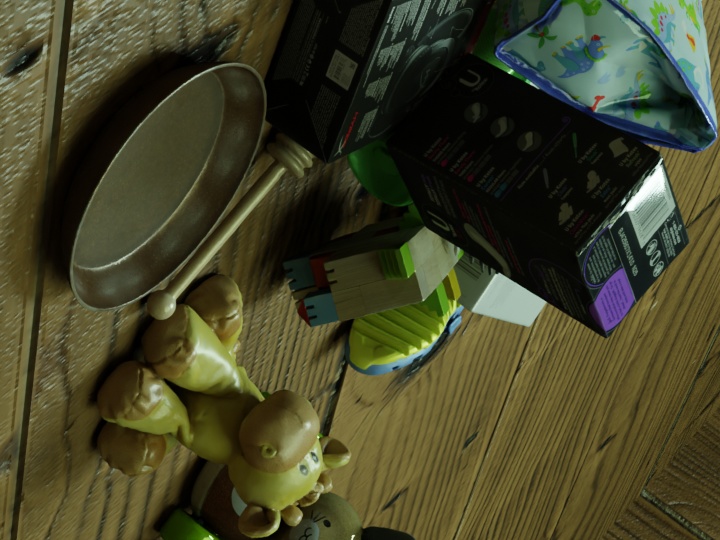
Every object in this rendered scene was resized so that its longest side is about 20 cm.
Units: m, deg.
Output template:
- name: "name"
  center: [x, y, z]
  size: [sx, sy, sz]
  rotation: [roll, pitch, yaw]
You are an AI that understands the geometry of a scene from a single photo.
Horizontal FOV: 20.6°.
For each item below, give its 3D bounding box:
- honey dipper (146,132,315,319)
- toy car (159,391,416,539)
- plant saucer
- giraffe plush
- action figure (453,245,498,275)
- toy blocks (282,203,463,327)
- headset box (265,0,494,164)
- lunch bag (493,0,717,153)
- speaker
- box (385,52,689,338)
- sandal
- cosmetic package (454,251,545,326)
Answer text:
- name: "honey dipper"
  center: [-0.095, -0.042, 1.514]
  size: [0.200, 0.038, 0.038]
  rotation: [-49, 161, -8]
- name: "toy car"
  center: [-0.053, 0.242, 1.837]
  size: [0.165, 0.199, 0.158]
  rotation: [-53, 161, -5]
- name: "plant saucer"
  center: [-0.141, -0.064, 1.363]
  size: [0.200, 0.034, 0.201]
  rotation: [-48, 160, -23]
- name: "giraffe plush"
  center: [-0.099, 0.128, 1.587]
  size: [0.173, 0.162, 0.200]
  rotation: [-50, 160, -15]
- name: "action figure"
  center: [0.130, -0.048, 1.695]
  size: [0.200, 0.118, 0.103]
  rotation: [-74, 176, -65]
- name: "toy blocks"
  center: [0.000, 0.000, 1.686]
  size: [0.135, 0.101, 0.200]
  rotation: [-14, -171, 16]
- name: "headset box"
  center: [0.026, -0.184, 1.498]
  size: [0.200, 0.077, 0.150]
  rotation: [-32, 151, -51]
- name: "lunch bag"
  center: [0.204, -0.202, 1.572]
  size: [0.127, 0.199, 0.171]
  rotation: [-38, -145, 38]
- name: "speaker"
  center: [0.077, -0.141, 1.657]
  size: [0.200, 0.088, 0.089]
  rotation: [-44, 159, -30]
- name: "box"
  center: [0.135, -0.059, 1.514]
  size: [0.106, 0.199, 0.123]
  rotation: [-48, 144, -15]
- name: "sandal"
  center: [0.053, 0.054, 1.974]
  size: [0.200, 0.079, 0.087]
  rotation: [-34, 156, -43]
- name: "cosmetic package"
  center: [0.133, -0.012, 1.862]
  size: [0.102, 0.074, 0.200]
  rotation: [-56, 161, 6]
